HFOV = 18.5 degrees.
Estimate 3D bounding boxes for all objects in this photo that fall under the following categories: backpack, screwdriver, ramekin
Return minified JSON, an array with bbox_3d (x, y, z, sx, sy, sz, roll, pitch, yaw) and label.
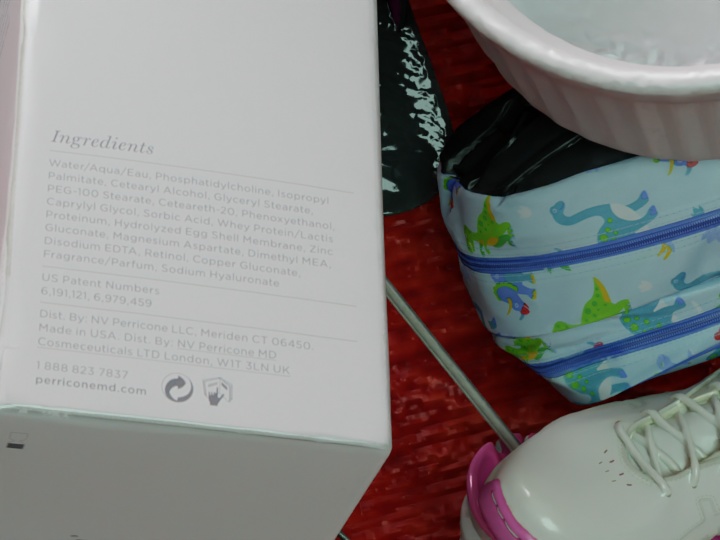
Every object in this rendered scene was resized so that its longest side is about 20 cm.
[{"bbox_3d":[0.130,-0.036,0.853,0.198,0.163,0.155,-9,114,-7],"label":"backpack"},{"bbox_3d":[0.000,0.000,0.854,0.029,0.028,0.201,-39,79,24],"label":"screwdriver"},{"bbox_3d":[0.114,-0.136,0.761,0.198,0.098,0.202,-4,71,12],"label":"ramekin"}]

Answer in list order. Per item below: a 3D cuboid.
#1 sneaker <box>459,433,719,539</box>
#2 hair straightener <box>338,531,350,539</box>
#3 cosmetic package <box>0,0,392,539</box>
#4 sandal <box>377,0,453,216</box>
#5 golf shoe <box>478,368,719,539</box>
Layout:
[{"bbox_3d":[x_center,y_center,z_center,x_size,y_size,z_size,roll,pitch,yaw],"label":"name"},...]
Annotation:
[{"bbox_3d":[0.111,0.118,0.891,0.198,0.082,0.089,7,131,-29],"label":"sneaker"},{"bbox_3d":[-0.065,0.091,0.856,0.199,0.041,0.077,38,81,-6],"label":"hair straightener"},{"bbox_3d":[-0.073,0.009,0.739,0.122,0.200,0.202,6,58,-15],"label":"cosmetic package"},{"bbox_3d":[-0.011,-0.120,0.868,0.075,0.048,0.202,-25,96,-13],"label":"sandal"},{"bbox_3d":[0.129,0.062,0.818,0.199,0.092,0.076,-9,53,-40],"label":"golf shoe"}]
